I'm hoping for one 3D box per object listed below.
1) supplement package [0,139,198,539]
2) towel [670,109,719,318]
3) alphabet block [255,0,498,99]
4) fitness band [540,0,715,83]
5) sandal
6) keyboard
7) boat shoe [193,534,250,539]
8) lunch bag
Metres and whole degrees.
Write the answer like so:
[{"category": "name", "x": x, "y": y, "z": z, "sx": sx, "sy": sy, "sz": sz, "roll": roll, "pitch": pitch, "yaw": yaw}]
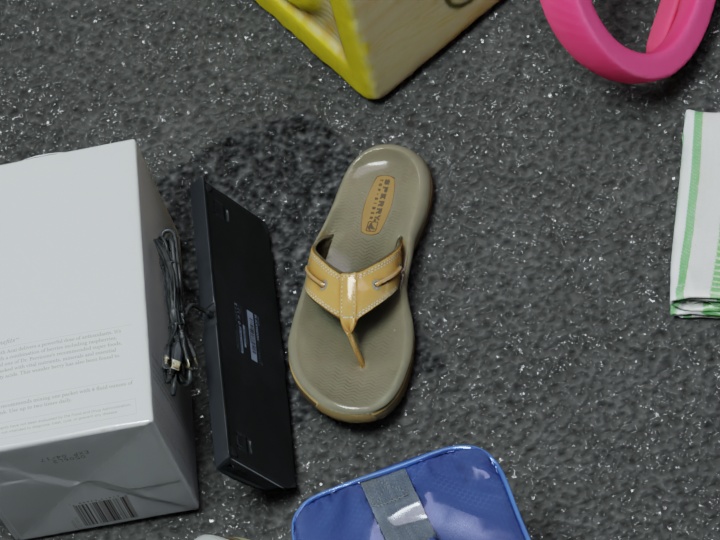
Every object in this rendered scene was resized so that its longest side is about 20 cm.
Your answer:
[{"category": "supplement package", "x": -0.173, "y": 0.042, "z": 1.598, "sx": 0.121, "sy": 0.120, "sz": 0.201, "roll": -10, "pitch": 58, "yaw": 7}, {"category": "towel", "x": 0.293, "y": -0.035, "z": 1.613, "sx": 0.199, "sy": 0.023, "sz": 0.153, "roll": 1, "pitch": 59, "yaw": 12}, {"category": "alphabet block", "x": 0.006, "y": -0.271, "z": 1.708, "sx": 0.200, "sy": 0.196, "sz": 0.196, "roll": -40, "pitch": 59, "yaw": -13}, {"category": "fitness band", "x": 0.175, "y": -0.212, "z": 1.671, "sx": 0.037, "sy": 0.144, "sz": 0.201, "roll": -9, "pitch": 54, "yaw": 43}, {"category": "sandal", "x": 0.000, "y": 0.000, "z": 1.629, "sx": 0.080, "sy": 0.054, "sz": 0.201, "roll": 5, "pitch": 61, "yaw": 14}, {"category": "keyboard", "x": -0.087, "y": 0.033, "z": 1.591, "sx": 0.021, "sy": 0.127, "sz": 0.201, "roll": -25, "pitch": 54, "yaw": 25}, {"category": "boat shoe", "x": -0.075, "y": 0.209, "z": 1.468, "sx": 0.068, "sy": 0.075, "sz": 0.200, "roll": 3, "pitch": 23, "yaw": -23}, {"category": "lunch bag", "x": 0.045, "y": 0.207, "z": 1.453, "sx": 0.135, "sy": 0.132, "sz": 0.200, "roll": -22, "pitch": 58, "yaw": -2}]
